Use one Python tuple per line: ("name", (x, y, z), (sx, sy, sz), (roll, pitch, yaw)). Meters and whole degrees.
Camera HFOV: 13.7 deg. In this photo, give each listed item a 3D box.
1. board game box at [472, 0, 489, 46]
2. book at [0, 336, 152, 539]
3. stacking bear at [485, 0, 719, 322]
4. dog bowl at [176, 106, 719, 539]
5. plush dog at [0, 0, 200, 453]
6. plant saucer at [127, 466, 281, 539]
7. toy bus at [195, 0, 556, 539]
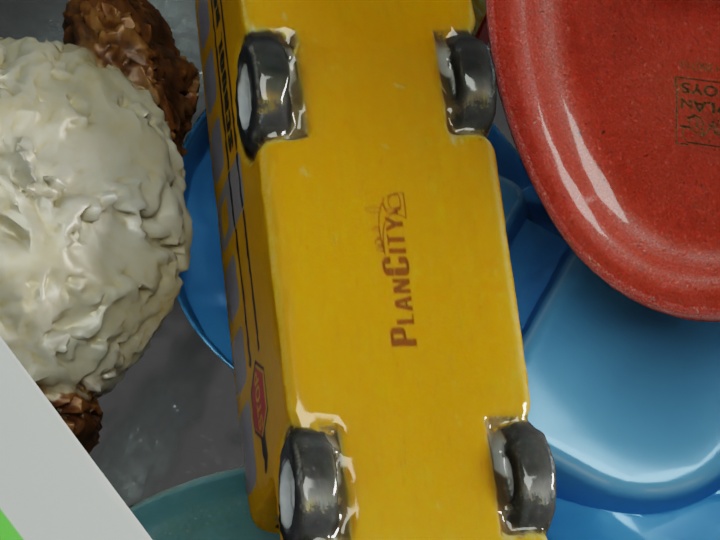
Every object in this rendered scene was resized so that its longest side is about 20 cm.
("board game box", (0.019, -0.159, 0.824), (0.046, 0.200, 0.152), (-31, 74, -24))
("book", (-0.128, 0.052, 0.615), (0.134, 0.048, 0.200), (-34, 74, -18))
("stacking bear", (0.139, -0.062, 0.819), (0.121, 0.200, 0.114), (10, 109, 35))
("dog bowl", (0.039, 0.016, 0.845), (0.200, 0.050, 0.112), (28, 71, 7))
("plush dog", (-0.127, -0.024, 0.790), (0.172, 0.160, 0.200), (17, 69, 2))
("plant saucer", (-0.022, 0.146, 0.778), (0.200, 0.027, 0.200), (-7, 60, 13))
("toy bus", (0.000, 0.000, 0.774), (0.065, 0.078, 0.200), (-1, 67, -14))
